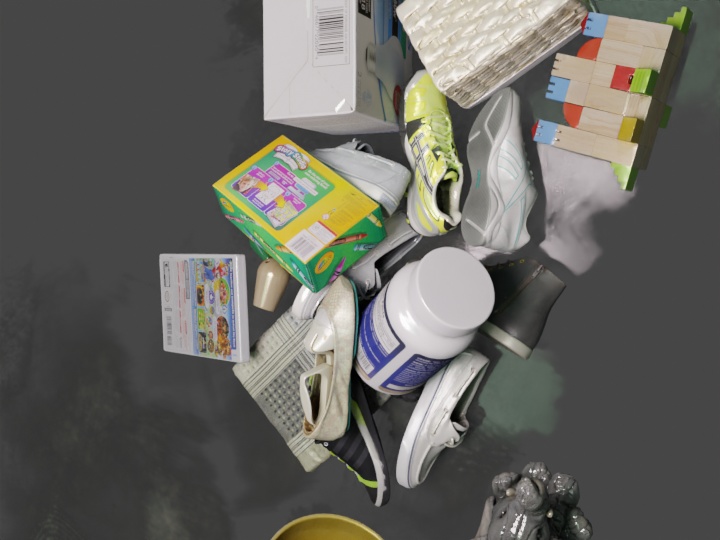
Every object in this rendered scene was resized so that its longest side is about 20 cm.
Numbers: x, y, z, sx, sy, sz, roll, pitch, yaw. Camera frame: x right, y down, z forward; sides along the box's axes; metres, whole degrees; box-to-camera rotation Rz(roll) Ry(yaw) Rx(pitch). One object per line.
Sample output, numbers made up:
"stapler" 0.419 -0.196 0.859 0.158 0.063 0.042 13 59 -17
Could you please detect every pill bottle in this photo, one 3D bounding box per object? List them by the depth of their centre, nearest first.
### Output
"pill bottle" 0.068 0.059 1.022 0.117 0.114 0.200 59 149 11

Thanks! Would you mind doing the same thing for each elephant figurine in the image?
"elephant figurine" 0.179 0.302 1.018 0.139 0.199 0.158 -18 85 25

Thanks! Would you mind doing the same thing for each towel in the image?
"towel" -0.062 0.144 1.226 0.200 0.034 0.193 -44 78 19

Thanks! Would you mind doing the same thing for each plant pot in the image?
"plant pot" -0.049 0.445 1.161 0.199 0.199 0.144 36 132 19

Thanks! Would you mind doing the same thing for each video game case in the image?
"video game case" -0.224 0.049 1.263 0.198 0.018 0.147 2 95 47

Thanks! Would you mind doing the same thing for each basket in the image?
"basket" 0.155 -0.302 1.040 0.198 0.123 0.137 -33 80 23

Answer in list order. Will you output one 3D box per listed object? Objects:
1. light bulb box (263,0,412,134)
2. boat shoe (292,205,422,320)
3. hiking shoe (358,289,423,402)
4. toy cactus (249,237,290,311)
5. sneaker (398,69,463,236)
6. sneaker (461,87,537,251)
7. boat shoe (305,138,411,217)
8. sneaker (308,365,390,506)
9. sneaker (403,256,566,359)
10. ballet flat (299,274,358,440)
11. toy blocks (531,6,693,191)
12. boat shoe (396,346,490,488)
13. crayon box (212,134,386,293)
"light bulb box" -0.021 -0.275 1.085 0.122 0.199 0.203 2 94 24
"boat shoe" 0.000 0.000 1.120 0.068 0.199 0.073 39 152 18
"hiking shoe" 0.022 0.076 1.144 0.101 0.076 0.200 -43 79 -8
"toy cactus" -0.101 -0.030 1.190 0.197 0.102 0.168 19 91 34
"sneaker" 0.096 -0.144 1.094 0.076 0.074 0.205 8 108 56
"sneaker" 0.173 -0.119 1.077 0.070 0.079 0.205 -13 66 61
"boat shoe" -0.005 -0.128 1.143 0.072 0.070 0.200 -52 40 -8
"sneaker" -0.018 0.215 1.153 0.081 0.072 0.204 -17 103 0
"sneaker" 0.152 0.015 1.099 0.198 0.075 0.107 33 88 28
"ballet flat" -0.040 0.108 1.057 0.067 0.061 0.205 21 111 60
"toy blocks" 0.276 -0.207 1.013 0.135 0.099 0.204 22 103 34
"boat shoe" 0.106 0.190 1.123 0.065 0.072 0.203 25 95 27
"crayon box" -0.077 -0.074 1.094 0.118 0.059 0.199 -37 53 -19
